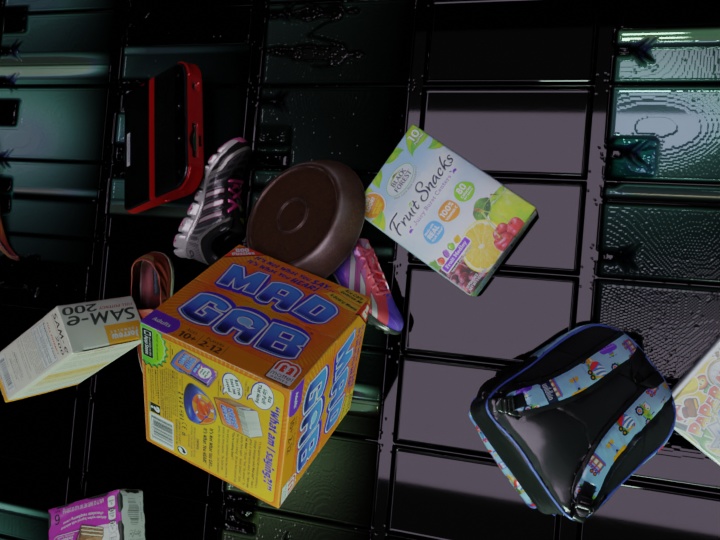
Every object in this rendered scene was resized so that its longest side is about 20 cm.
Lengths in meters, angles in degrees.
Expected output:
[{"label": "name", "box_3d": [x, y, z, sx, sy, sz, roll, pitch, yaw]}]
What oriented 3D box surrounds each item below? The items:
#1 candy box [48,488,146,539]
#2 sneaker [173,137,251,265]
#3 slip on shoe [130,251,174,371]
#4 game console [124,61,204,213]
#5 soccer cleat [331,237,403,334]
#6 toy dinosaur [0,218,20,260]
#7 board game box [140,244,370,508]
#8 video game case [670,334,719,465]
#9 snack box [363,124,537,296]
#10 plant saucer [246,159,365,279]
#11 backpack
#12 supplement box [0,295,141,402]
[{"label": "candy box", "box_3d": [-0.387, 0.440, 1.016, 0.136, 0.061, 0.200, -20, 67, 15]}, {"label": "sneaker", "box_3d": [-0.195, -0.093, 1.004, 0.087, 0.074, 0.200, 29, 98, 13]}, {"label": "slip on shoe", "box_3d": [-0.315, 0.071, 1.037, 0.074, 0.061, 0.200, -3, 88, 15]}, {"label": "game console", "box_3d": [-0.297, -0.197, 1.027, 0.177, 0.031, 0.200, -13, 75, 41]}, {"label": "soccer cleat", "box_3d": [0.000, 0.000, 0.942, 0.073, 0.068, 0.200, -45, 73, 14]}, {"label": "toy dinosaur", "box_3d": [-0.636, -0.134, 1.156, 0.200, 0.105, 0.182, 24, 80, -20]}, {"label": "board game box", "box_3d": [-0.130, 0.125, 0.868, 0.200, 0.200, 0.200, 22, 126, 17]}, {"label": "video game case", "box_3d": [0.487, 0.153, 0.810, 0.182, 0.023, 0.200, 40, 99, 15]}, {"label": "snack box", "box_3d": [0.112, -0.079, 0.919, 0.200, 0.053, 0.142, 38, 97, 15]}, {"label": "plant saucer", "box_3d": [-0.086, -0.071, 0.946, 0.200, 0.034, 0.200, -15, 60, 27]}, {"label": "backpack", "box_3d": [0.255, 0.169, 0.819, 0.200, 0.135, 0.183, -35, 80, -14]}, {"label": "supplement box", "box_3d": [-0.428, 0.114, 1.008, 0.200, 0.126, 0.074, -30, 78, 31]}]
